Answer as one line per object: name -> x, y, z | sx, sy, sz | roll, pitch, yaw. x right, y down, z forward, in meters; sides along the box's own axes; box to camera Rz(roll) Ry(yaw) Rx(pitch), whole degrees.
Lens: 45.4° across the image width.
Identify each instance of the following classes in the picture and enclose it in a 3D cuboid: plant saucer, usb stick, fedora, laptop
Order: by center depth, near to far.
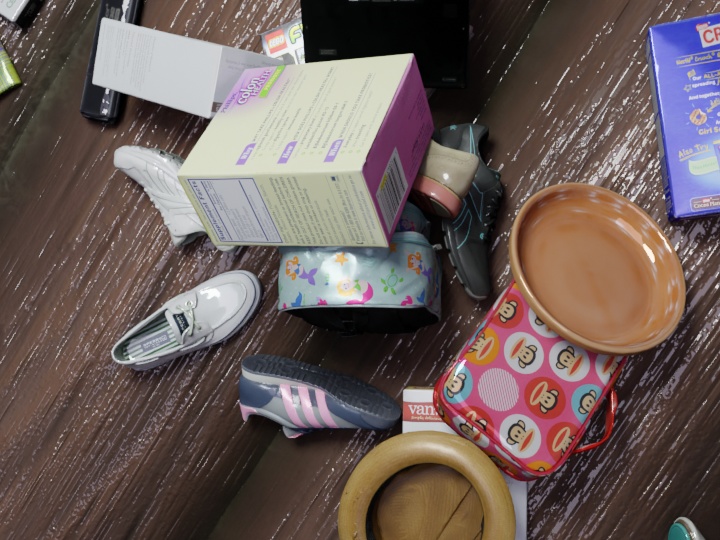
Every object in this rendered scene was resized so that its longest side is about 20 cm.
plant saucer -> 0.245, 0.000, 0.904 | 0.197, 0.038, 0.203 | 8, 60, -13
fedora -> 0.075, 0.263, 0.919 | 0.198, 0.082, 0.204 | 1, 93, 18
laptop -> 0.036, -0.318, 0.950 | 0.184, 0.116, 0.203 | 5, 119, 14
usb stick -> -0.313, -0.286, 1.087 | 0.055, 0.033, 0.203 | 12, 92, 20

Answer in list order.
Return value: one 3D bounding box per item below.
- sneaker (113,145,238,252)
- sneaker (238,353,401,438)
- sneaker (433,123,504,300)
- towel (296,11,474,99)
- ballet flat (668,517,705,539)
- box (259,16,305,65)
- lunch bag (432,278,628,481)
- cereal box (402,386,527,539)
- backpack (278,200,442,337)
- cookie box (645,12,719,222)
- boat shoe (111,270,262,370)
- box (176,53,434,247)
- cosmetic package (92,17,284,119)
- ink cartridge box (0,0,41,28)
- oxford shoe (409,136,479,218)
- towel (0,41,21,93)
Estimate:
sneaker -> -0.223, -0.083, 1.041 | 0.198, 0.078, 0.100 | 26, 98, 13
sneaker -> -0.050, 0.162, 1.007 | 0.197, 0.070, 0.083 | 16, 109, 15
sneaker -> 0.125, -0.069, 0.960 | 0.078, 0.075, 0.203 | -13, 86, 10
towel -> 0.005, -0.256, 1.014 | 0.190, 0.032, 0.201 | 39, 97, 10
ballet flat -> 0.365, 0.357, 0.907 | 0.068, 0.069, 0.203 | -4, 92, 13
box -> -0.007, -0.252, 0.983 | 0.197, 0.035, 0.112 | -18, 86, 13
lunch bag -> 0.192, 0.114, 0.907 | 0.175, 0.082, 0.200 | 38, 72, 10
cereal box -> 0.118, 0.235, 0.972 | 0.142, 0.039, 0.203 | -1, 89, 13
backpack -> 0.000, 0.000, 0.923 | 0.175, 0.200, 0.153 | -1, 88, 13
cookie box -> 0.397, -0.164, 0.899 | 0.169, 0.075, 0.203 | -7, 87, 13
boat shoe -> -0.209, 0.067, 1.036 | 0.199, 0.067, 0.074 | -34, 82, 10
box -> -0.048, -0.118, 0.857 | 0.197, 0.097, 0.177 | 1, 47, 24
cosmetic package -> -0.199, -0.227, 0.987 | 0.198, 0.112, 0.082 | 19, 103, 29
ink cartridge box -> -0.494, -0.408, 1.114 | 0.199, 0.037, 0.095 | 34, 88, 3
oxford shoe -> 0.046, -0.126, 0.943 | 0.199, 0.070, 0.075 | 32, 83, 33
towel -> -0.546, -0.300, 1.145 | 0.142, 0.023, 0.202 | -30, 83, 10
